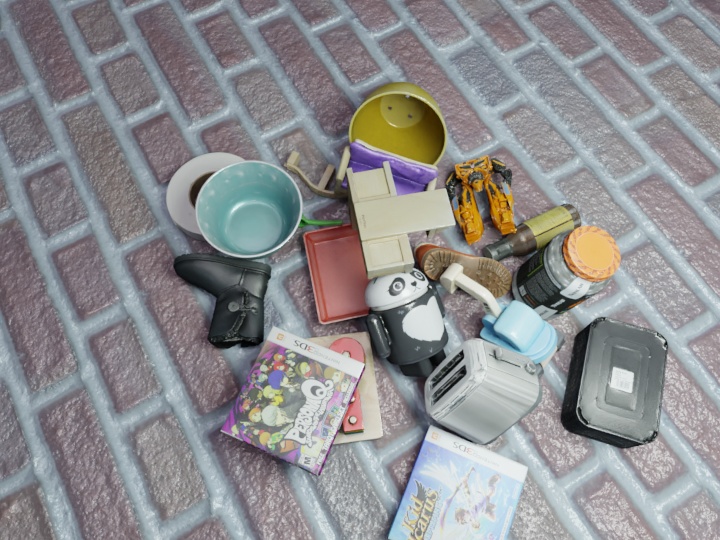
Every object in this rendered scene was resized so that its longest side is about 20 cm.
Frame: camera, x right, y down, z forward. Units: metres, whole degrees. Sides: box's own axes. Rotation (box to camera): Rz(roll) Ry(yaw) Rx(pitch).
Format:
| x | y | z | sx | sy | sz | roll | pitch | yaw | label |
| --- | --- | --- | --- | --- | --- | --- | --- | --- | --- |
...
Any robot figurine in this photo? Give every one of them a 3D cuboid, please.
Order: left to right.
| x | y | z | sx | sy | sz | roll | pitch | yaw | label |
| --- | --- | --- | --- | --- | --- | --- | --- | --- | --- |
| 0.086 | 0.090 | 1.022 | 0.125 | 0.150 | 0.200 | -19 | 98 | 12 | robot figurine |
| 0.246 | -0.154 | 1.161 | 0.145 | 0.058 | 0.200 | -16 | 58 | 14 | robot figurine |

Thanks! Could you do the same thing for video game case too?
| x | y | z | sx | sy | sz | roll | pitch | yaw | label |
| --- | --- | --- | --- | --- | --- | --- | --- | --- | --- |
| -0.111 | 0.218 | 0.970 | 0.181 | 0.036 | 0.200 | 21 | 69 | 11 | video game case |
| 0.165 | 0.392 | 0.962 | 0.181 | 0.045 | 0.200 | 21 | 70 | 11 | video game case |

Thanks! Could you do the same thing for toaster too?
| x | y | z | sx | sy | sz | roll | pitch | yaw | label |
| --- | --- | --- | --- | --- | --- | --- | --- | --- | --- |
| 0.196 | 0.206 | 0.960 | 0.129 | 0.200 | 0.114 | 28 | 35 | -16 | toaster |

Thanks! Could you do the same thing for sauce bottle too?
| x | y | z | sx | sy | sz | roll | pitch | yaw | label |
| --- | --- | --- | --- | --- | --- | --- | --- | --- | --- |
| 0.342 | -0.071 | 1.140 | 0.200 | 0.065 | 0.065 | -23 | 69 | -9 | sauce bottle |

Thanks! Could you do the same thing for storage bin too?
| x | y | z | sx | sy | sz | roll | pitch | yaw | label |
| --- | --- | --- | --- | --- | --- | --- | --- | --- | --- |
| 0.450 | 0.199 | 1.011 | 0.135 | 0.094 | 0.200 | 16 | 68 | 8 | storage bin |

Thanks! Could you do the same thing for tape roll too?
| x | y | z | sx | sy | sz | roll | pitch | yaw | label |
| --- | --- | --- | --- | --- | --- | --- | --- | --- | --- |
| -0.308 | -0.157 | 1.204 | 0.202 | 0.037 | 0.203 | 0 | 68 | 1 | tape roll |

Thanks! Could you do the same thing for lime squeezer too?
| x | y | z | sx | sy | sz | roll | pitch | yaw | label |
| --- | --- | --- | --- | --- | --- | --- | --- | --- | --- |
| -0.131 | -0.119 | 1.183 | 0.200 | 0.038 | 0.071 | 32 | 56 | 26 | lime squeezer |

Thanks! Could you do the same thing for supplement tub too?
| x | y | z | sx | sy | sz | roll | pitch | yaw | label |
| --- | --- | --- | --- | --- | --- | --- | --- | --- | --- |
| 0.368 | 0.005 | 1.027 | 0.122 | 0.200 | 0.123 | 4 | 68 | -10 | supplement tub |

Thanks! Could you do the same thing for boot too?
| x | y | z | sx | sy | sz | roll | pitch | yaw | label |
| --- | --- | --- | --- | --- | --- | --- | --- | --- | --- |
| -0.275 | 0.060 | 1.092 | 0.200 | 0.076 | 0.169 | 7 | 64 | -3 | boot |
| 0.198 | -0.007 | 1.111 | 0.200 | 0.107 | 0.075 | 19 | 99 | -18 | boot |

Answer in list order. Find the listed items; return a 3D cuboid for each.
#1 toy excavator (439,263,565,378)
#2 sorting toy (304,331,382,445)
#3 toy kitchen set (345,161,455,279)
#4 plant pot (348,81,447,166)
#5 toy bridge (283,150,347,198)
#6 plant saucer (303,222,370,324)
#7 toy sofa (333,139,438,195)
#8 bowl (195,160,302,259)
| x | y | z | sx | sy | sz | roll | pitch | yaw | label |
| --- | --- | --- | --- | --- | --- | --- | --- | --- | --- |
| 0.251 | 0.081 | 1.019 | 0.100 | 0.200 | 0.194 | -47 | 43 | -16 | toy excavator |
| -0.071 | 0.211 | 1.029 | 0.199 | 0.070 | 0.199 | -7 | 67 | -1 | sorting toy |
| 0.073 | -0.073 | 1.046 | 0.163 | 0.181 | 0.201 | -10 | 68 | -3 | toy kitchen set |
| 0.084 | -0.315 | 1.195 | 0.199 | 0.200 | 0.142 | 7 | 45 | 4 | plant pot |
| -0.074 | -0.195 | 1.220 | 0.200 | 0.027 | 0.067 | 21 | 70 | 8 | toy bridge |
| 0.000 | 0.000 | 1.133 | 0.199 | 0.037 | 0.200 | -11 | 67 | -3 | plant saucer |
| 0.052 | -0.181 | 1.153 | 0.199 | 0.098 | 0.083 | 18 | 68 | -7 | toy sofa |
| -0.211 | -0.100 | 1.106 | 0.200 | 0.105 | 0.201 | 1 | 69 | -3 | bowl |
